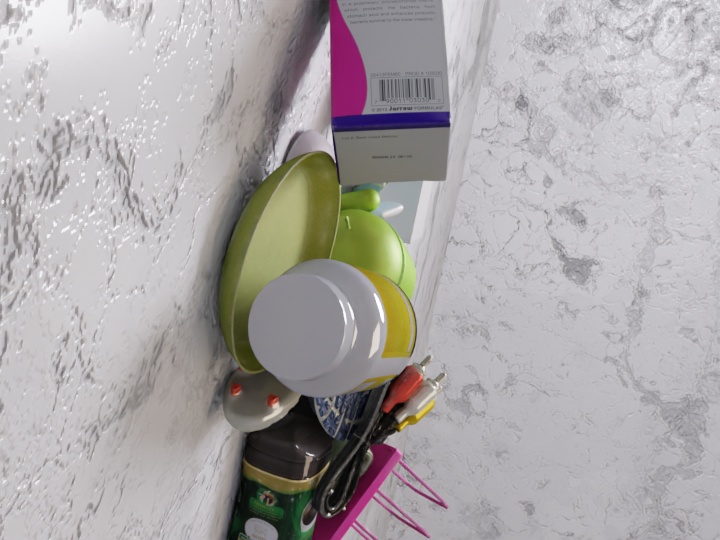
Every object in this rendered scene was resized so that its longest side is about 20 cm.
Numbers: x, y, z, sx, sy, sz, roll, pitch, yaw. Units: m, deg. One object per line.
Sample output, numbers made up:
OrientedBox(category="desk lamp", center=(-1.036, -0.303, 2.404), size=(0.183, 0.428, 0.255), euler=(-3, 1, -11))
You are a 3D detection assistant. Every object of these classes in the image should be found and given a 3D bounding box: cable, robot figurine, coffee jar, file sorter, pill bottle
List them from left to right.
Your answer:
OrientedBox(category="coffee jar", center=(-0.091, 0.260, 0.985), size=(0.104, 0.084, 0.204), euler=(-17, 121, -71))
OrientedBox(category="pill bottle", center=(-0.022, 0.050, 0.782), size=(0.200, 0.110, 0.114), euler=(18, 87, -74))
OrientedBox(category="robot figurine", center=(0.000, 0.000, 1.030), size=(0.200, 0.113, 0.179), euler=(43, 51, -75))
OrientedBox(category="file sorter", center=(0.002, 0.340, 1.194), size=(0.201, 0.125, 0.139), euler=(-51, -164, -14))
OrientedBox(category="cable", center=(0.019, 0.170, 0.965), size=(0.201, 0.050, 0.098), euler=(-52, 144, -23))

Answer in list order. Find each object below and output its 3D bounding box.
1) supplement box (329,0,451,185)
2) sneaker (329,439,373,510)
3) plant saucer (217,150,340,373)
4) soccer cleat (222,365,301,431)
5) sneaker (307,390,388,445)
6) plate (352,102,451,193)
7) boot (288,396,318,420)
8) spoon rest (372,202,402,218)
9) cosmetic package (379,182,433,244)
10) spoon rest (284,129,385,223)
OrientedBox(category="supplement box", center=(0.024, -0.189, 0.813), size=(0.104, 0.099, 0.203), euler=(84, 5, -67))
OrientedBox(category="sneaker", center=(-0.014, 0.225, 1.168), size=(0.201, 0.089, 0.068), euler=(-58, 133, -34))
OrientedBox(category="plant saucer", center=(-0.073, -0.010, 0.800), size=(0.200, 0.031, 0.203), euler=(19, 89, -74))
OrientedBox(category="soccer cleat", center=(-0.082, 0.105, 0.885), size=(0.201, 0.068, 0.079), euler=(-65, 169, -62))
OrientedBox(category="sneaker", center=(-0.025, 0.141, 1.009), size=(0.078, 0.084, 0.200), euler=(-59, 152, -9))
OrientedBox(category="plate", center=(0.042, -0.147, 1.175), size=(0.200, 0.026, 0.200), euler=(-48, -172, 9))
OrientedBox(category="boot", center=(-0.036, 0.116, 1.164), size=(0.174, 0.068, 0.203), euler=(-52, 152, -68))
OrientedBox(category="spoon rest", center=(0.021, -0.003, 1.246), size=(0.098, 0.060, 0.203), euler=(-20, 127, -35))
OrientedBox(category="cosmetic package", center=(0.067, -0.150, 1.347), size=(0.108, 0.083, 0.204), euler=(-26, 130, -77))
OrientedBox(category="spoon rest", center=(-0.035, -0.097, 0.935), size=(0.199, 0.060, 0.101), euler=(-24, 128, -62))
